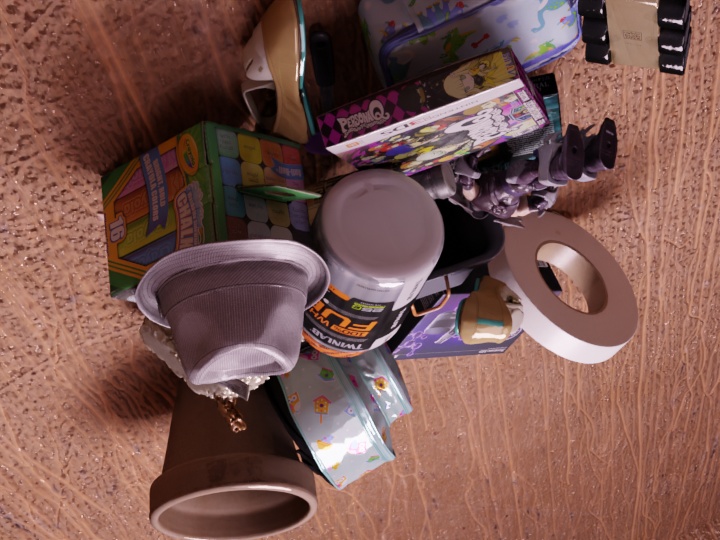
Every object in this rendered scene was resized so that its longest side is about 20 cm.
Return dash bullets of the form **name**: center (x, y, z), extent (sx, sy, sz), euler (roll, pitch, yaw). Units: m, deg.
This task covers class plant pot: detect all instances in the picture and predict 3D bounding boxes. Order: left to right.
- **plant pot**: center (-0.155, 0.208, 1.772), extent (0.198, 0.176, 0.201), euler (-6, 155, -3)

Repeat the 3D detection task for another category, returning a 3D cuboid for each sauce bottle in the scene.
- **sauce bottle**: center (-0.001, -0.069, 1.515), extent (0.198, 0.065, 0.065), euler (-16, 155, 18)

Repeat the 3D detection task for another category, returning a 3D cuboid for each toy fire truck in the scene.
- **toy fire truck**: center (0.281, -0.297, 1.366), extent (0.127, 0.202, 0.176), euler (10, 169, 15)

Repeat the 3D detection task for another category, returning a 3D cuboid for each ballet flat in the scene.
- **ballet flat**: center (-0.076, -0.172, 1.333), extent (0.062, 0.069, 0.201), euler (-8, 149, -3)
- **ballet flat**: center (0.144, 0.048, 1.604), extent (0.062, 0.069, 0.200), euler (6, -171, 10)

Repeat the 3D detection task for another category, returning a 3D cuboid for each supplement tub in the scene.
- **supplement tub**: center (0.000, 0.000, 1.442), extent (0.121, 0.123, 0.200), euler (-14, 157, -20)

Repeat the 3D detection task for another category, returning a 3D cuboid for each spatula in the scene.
- **spatula**: center (-0.032, -0.163, 1.424), extent (0.056, 0.021, 0.201), euler (-3, 147, 2)

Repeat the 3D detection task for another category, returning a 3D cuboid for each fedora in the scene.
- **fedora**: center (-0.110, 0.048, 1.334), extent (0.175, 0.091, 0.200), euler (-4, 162, -13)

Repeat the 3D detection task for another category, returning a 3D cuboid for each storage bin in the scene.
- **storage bin**: center (0.046, -0.013, 1.638), extent (0.198, 0.147, 0.135), euler (-19, 162, -12)

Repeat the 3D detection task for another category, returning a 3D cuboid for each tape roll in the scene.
- **tape roll**: center (0.239, 0.017, 1.765), extent (0.201, 0.204, 0.037), euler (1, 143, -40)

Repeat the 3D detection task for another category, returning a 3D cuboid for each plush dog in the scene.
- **plush dog**: center (-0.112, 0.062, 1.593), extent (0.171, 0.161, 0.200), euler (-35, -174, -34)

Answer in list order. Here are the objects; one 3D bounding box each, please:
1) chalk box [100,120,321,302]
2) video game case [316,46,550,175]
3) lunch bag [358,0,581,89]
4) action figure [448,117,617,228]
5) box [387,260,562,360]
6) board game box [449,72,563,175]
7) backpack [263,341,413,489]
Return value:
- **chalk box**: center (-0.126, -0.053, 1.369), extent (0.199, 0.125, 0.124), euler (-22, 158, 38)
- **video game case**: center (0.072, -0.136, 1.364), extent (0.180, 0.036, 0.200), euler (-18, 170, 12)
- **lunch bag**: center (0.105, -0.225, 1.372), extent (0.198, 0.083, 0.161), euler (-24, 156, -1)
- **action figure**: center (0.166, -0.095, 1.508), extent (0.129, 0.070, 0.199), euler (7, 163, -36)
- **box**: center (0.127, 0.039, 1.844), extent (0.199, 0.079, 0.141), euler (-1, 147, -38)
- **board game box**: center (0.105, -0.133, 1.522), extent (0.198, 0.028, 0.136), euler (-10, 151, 5)
- **backpack**: center (-0.027, 0.138, 1.715), extent (0.152, 0.201, 0.176), euler (-21, 136, 5)
